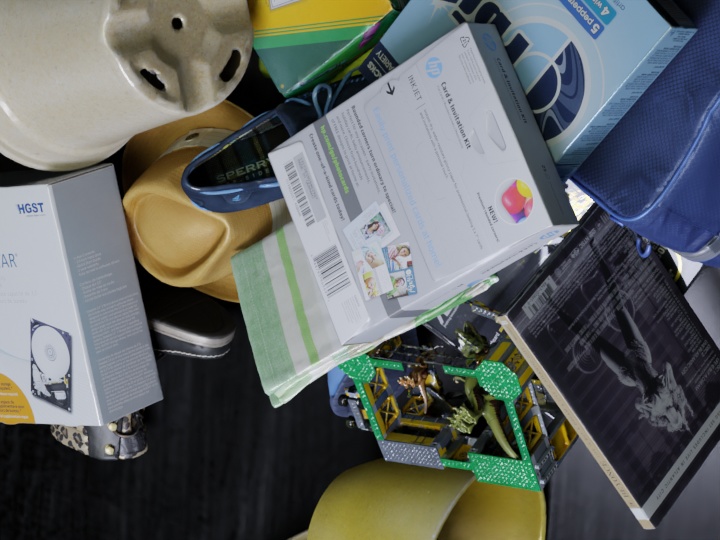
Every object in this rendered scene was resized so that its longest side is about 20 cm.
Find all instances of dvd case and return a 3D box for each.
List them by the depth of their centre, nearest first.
[{"bbox_3d":[0.196,0.064,1.500,0.016,0.149,0.201,-15,116,53],"label":"dvd case"}]

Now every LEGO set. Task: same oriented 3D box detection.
[{"bbox_3d":[0.089,0.076,1.562,0.199,0.116,0.155,-3,124,41],"label":"LEGO set"}]

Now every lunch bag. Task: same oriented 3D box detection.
[{"bbox_3d":[0.242,-0.099,1.446,0.201,0.132,0.136,-59,39,14],"label":"lunch bag"}]

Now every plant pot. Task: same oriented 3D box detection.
[{"bbox_3d":[-0.185,-0.179,1.553,0.183,0.200,0.202,0,112,51],"label":"plant pot"},{"bbox_3d":[0.040,0.228,1.663,0.141,0.200,0.202,15,115,32],"label":"plant pot"}]

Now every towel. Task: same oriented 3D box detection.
[{"bbox_3d":[0.000,0.000,1.548,0.199,0.153,0.023,-30,138,15],"label":"towel"}]

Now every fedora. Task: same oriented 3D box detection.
[{"bbox_3d":[-0.131,-0.044,1.663,0.199,0.082,0.202,18,125,27],"label":"fedora"}]

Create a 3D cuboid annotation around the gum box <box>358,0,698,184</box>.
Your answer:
[{"bbox_3d":[0.112,-0.154,1.433,0.170,0.044,0.200,51,119,22],"label":"gum box"}]

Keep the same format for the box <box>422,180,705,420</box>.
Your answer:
[{"bbox_3d":[0.162,0.007,1.597,0.161,0.049,0.201,37,120,8],"label":"box"}]

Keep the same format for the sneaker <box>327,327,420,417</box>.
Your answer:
[{"bbox_3d":[0.004,0.035,1.661,0.201,0.073,0.082,97,151,-42],"label":"sneaker"}]

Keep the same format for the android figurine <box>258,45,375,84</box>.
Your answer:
[{"bbox_3d":[0.014,-0.124,1.615,0.198,0.041,0.184,9,111,22],"label":"android figurine"}]

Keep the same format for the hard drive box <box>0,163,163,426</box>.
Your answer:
[{"bbox_3d":[-0.258,0.021,1.690,0.155,0.077,0.202,-3,103,42],"label":"hard drive box"}]

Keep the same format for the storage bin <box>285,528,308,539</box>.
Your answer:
[{"bbox_3d":[-0.052,0.349,1.792,0.198,0.094,0.201,-30,95,28],"label":"storage bin"}]

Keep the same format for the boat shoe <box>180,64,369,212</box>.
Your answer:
[{"bbox_3d":[-0.042,-0.092,1.558,0.199,0.069,0.085,-30,80,7],"label":"boat shoe"}]

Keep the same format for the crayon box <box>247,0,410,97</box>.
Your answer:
[{"bbox_3d":[-0.053,-0.249,1.564,0.118,0.058,0.201,-34,81,27],"label":"crayon box"}]

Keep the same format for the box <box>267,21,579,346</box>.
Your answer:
[{"bbox_3d":[0.039,-0.058,1.442,0.199,0.041,0.157,-32,74,35],"label":"box"}]

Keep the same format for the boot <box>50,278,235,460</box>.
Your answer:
[{"bbox_3d":[-0.195,0.088,1.763,0.199,0.073,0.152,12,113,25],"label":"boot"}]
